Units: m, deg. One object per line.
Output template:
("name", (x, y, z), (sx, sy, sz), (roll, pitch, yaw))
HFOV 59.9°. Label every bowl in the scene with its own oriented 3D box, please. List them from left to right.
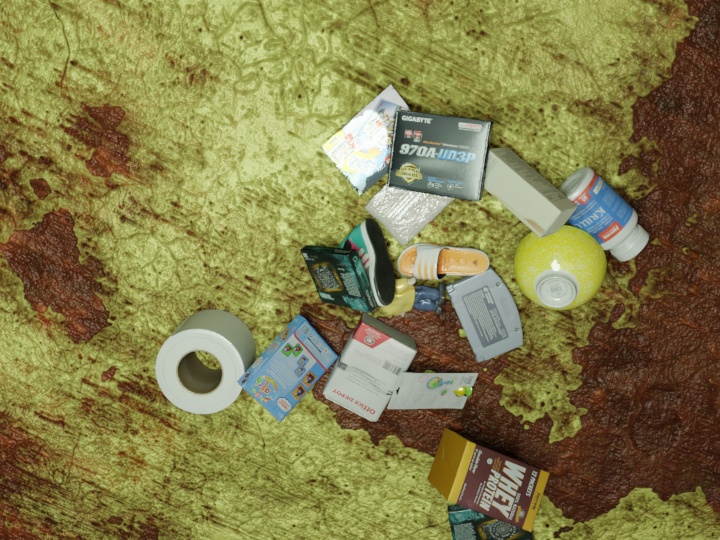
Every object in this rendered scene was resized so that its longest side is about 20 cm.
("bowl", (0.420, 0.016, 1.334), (0.198, 0.108, 0.202), (11, 128, 15))

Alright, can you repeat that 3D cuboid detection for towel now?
("towel", (0.121, -0.163, 1.374), (0.132, 0.035, 0.200), (44, 102, -8))

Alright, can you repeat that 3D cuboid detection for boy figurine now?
("boy figurine", (0.088, 0.060, 1.410), (0.197, 0.065, 0.125), (5, 138, 1))

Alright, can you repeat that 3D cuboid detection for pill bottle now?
("pill bottle", (0.515, -0.115, 1.333), (0.199, 0.112, 0.112), (40, 102, -8))

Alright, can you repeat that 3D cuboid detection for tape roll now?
("tape roll", (-0.349, 0.206, 1.429), (0.200, 0.139, 0.205), (0, 105, 1))

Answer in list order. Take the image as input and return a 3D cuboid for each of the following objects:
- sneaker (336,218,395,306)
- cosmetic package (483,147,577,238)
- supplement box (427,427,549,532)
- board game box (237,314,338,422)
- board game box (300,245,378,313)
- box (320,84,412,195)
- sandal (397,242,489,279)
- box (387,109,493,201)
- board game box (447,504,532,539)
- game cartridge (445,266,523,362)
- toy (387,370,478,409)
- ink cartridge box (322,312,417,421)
("sneaker", (0.000, 0.000, 1.363), (0.120, 0.083, 0.202), (-29, 60, 34))
("cosmetic package", (0.334, -0.163, 1.283), (0.200, 0.105, 0.071), (48, 124, 22))
("supplement box", (0.286, 0.472, 1.431), (0.198, 0.197, 0.134), (22, 82, -5))
("board game box", (-0.160, 0.222, 1.409), (0.200, 0.036, 0.152), (-48, 128, -14))
("board game box", (-0.049, 0.016, 1.347), (0.028, 0.199, 0.137), (-31, 112, -28))
("box", (0.032, -0.279, 1.344), (0.199, 0.038, 0.137), (-39, 101, 10))
("sandal", (0.181, -0.019, 1.383), (0.204, 0.059, 0.080), (-1, 102, 13))
("box", (0.161, -0.235, 1.277), (0.198, 0.046, 0.161), (12, 106, 19))
("board game box", (0.326, 0.642, 1.568), (0.197, 0.028, 0.137), (-10, 104, 6))
("game cartridge", (0.292, 0.099, 1.436), (0.132, 0.042, 0.202), (-24, 102, 3))
("toy", (0.164, 0.269, 1.458), (0.198, 0.047, 0.116), (6, 122, -18))
("ink cartridge box", (0.021, 0.224, 1.450), (0.146, 0.083, 0.201), (28, 103, -5))
